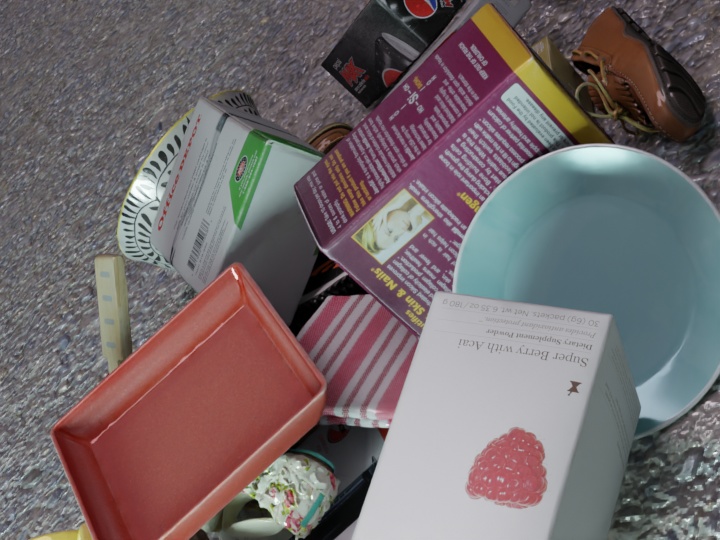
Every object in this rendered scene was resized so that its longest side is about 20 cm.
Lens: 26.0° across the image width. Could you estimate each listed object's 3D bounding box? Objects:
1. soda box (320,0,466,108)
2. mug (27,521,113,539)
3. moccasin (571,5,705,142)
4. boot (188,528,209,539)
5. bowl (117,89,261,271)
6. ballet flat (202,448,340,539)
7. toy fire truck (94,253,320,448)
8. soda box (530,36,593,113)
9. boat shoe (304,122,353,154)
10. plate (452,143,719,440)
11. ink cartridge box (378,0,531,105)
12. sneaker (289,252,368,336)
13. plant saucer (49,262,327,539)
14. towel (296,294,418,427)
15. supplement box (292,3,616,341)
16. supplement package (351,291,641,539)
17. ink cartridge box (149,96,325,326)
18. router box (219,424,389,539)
[{"bbox_3d":[0.028,-0.225,1.488,0.063,0.071,0.200,-49,4,-18],"label":"soda box"},{"bbox_3d":[-0.217,0.289,1.155,0.148,0.187,0.154,-16,45,10],"label":"mug"},{"bbox_3d":[0.211,-0.146,1.229,0.078,0.073,0.202,-46,30,13],"label":"moccasin"},{"bbox_3d":[-0.104,0.243,1.045,0.072,0.201,0.167,-6,49,-14],"label":"boot"},{"bbox_3d":[-0.135,-0.066,1.522,0.094,0.201,0.201,37,82,17],"label":"bowl"},{"bbox_3d":[-0.095,0.162,1.148,0.199,0.075,0.064,-7,55,52],"label":"ballet flat"},{"bbox_3d":[-0.141,0.085,1.269,0.175,0.200,0.129,-17,40,41],"label":"toy fire truck"},{"bbox_3d":[0.150,-0.098,1.252,0.064,0.068,0.201,-31,33,25],"label":"soda box"},{"bbox_3d":[-0.055,-0.043,1.456,0.201,0.072,0.068,-56,28,6],"label":"boat shoe"},{"bbox_3d":[0.158,0.016,1.048,0.198,0.026,0.202,-2,85,25],"label":"plate"},{"bbox_3d":[0.059,-0.160,1.369,0.163,0.057,0.200,-44,10,39],"label":"ink cartridge box"},{"bbox_3d":[0.000,0.000,1.323,0.199,0.070,0.091,-25,38,36],"label":"sneaker"},{"bbox_3d":[-0.122,0.110,1.135,0.199,0.037,0.200,-42,36,0],"label":"plant saucer"},{"bbox_3d":[0.026,0.070,1.164,0.198,0.030,0.147,-2,34,32],"label":"towel"},{"bbox_3d":[0.072,-0.066,1.121,0.200,0.131,0.103,-41,34,10],"label":"supplement box"},{"bbox_3d":[0.084,0.133,0.950,0.120,0.120,0.201,7,60,24],"label":"supplement package"},{"bbox_3d":[-0.102,-0.055,1.352,0.200,0.082,0.148,39,109,62],"label":"ink cartridge box"},{"bbox_3d":[-0.007,0.191,1.120,0.179,0.049,0.200,-43,29,6],"label":"router box"}]
